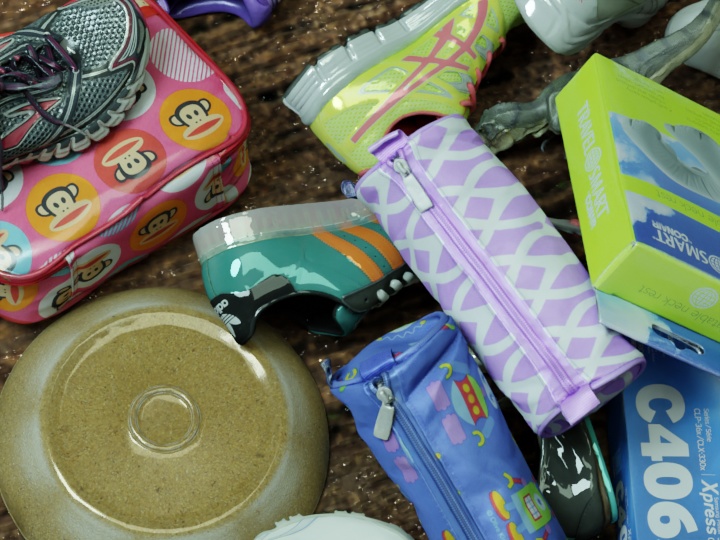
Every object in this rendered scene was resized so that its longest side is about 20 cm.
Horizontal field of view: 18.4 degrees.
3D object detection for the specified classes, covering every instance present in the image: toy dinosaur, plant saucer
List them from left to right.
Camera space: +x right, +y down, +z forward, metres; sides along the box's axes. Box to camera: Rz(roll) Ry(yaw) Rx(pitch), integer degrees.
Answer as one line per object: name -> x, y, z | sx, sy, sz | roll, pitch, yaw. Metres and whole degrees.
plant saucer -> -0.116, 0.093, 1.296 | 0.199, 0.035, 0.201 | 3, 63, -6
toy dinosaur -> 0.168, -0.103, 1.411 | 0.199, 0.047, 0.088 | -29, 104, -1

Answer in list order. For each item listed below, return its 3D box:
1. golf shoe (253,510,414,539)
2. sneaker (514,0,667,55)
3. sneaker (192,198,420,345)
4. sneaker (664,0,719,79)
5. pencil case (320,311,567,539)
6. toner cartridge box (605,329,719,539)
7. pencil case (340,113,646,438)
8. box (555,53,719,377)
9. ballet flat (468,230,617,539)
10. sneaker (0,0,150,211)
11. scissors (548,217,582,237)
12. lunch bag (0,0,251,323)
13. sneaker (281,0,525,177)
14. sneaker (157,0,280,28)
golf shoe -> -0.057, 0.182, 1.215 | 0.199, 0.097, 0.079 | -8, 95, -11
sneaker -> 0.181, -0.202, 1.421 | 0.078, 0.099, 0.200 | 53, 37, -4
sneaker -> 0.000, 0.000, 1.339 | 0.199, 0.071, 0.080 | -10, 74, -21
sneaker -> 0.291, -0.118, 1.434 | 0.199, 0.075, 0.100 | 18, 61, 2
pencil case -> 0.058, 0.122, 1.241 | 0.078, 0.087, 0.201 | -27, 93, 23
toner cartridge box -> 0.199, 0.103, 1.327 | 0.094, 0.043, 0.201 | 2, 63, -9
pencil case -> 0.079, 0.001, 1.267 | 0.084, 0.085, 0.200 | -39, 77, 4
box -> 0.185, -0.031, 1.307 | 0.122, 0.048, 0.201 | 23, 37, -23
ballet flat -> 0.102, 0.065, 1.324 | 0.068, 0.068, 0.201 | -9, 64, -2
sneaker -> -0.203, -0.095, 1.272 | 0.200, 0.075, 0.081 | -39, 71, -18
scissors -> 0.145, -0.022, 1.346 | 0.199, 0.014, 0.073 | 9, 19, -29
lunch bag -> -0.182, -0.082, 1.355 | 0.200, 0.082, 0.176 | -34, 67, -19
sneaker -> 0.050, -0.125, 1.415 | 0.200, 0.078, 0.091 | -32, 84, -18
sneaker -> -0.144, -0.203, 1.422 | 0.199, 0.081, 0.084 | 11, 68, -3
